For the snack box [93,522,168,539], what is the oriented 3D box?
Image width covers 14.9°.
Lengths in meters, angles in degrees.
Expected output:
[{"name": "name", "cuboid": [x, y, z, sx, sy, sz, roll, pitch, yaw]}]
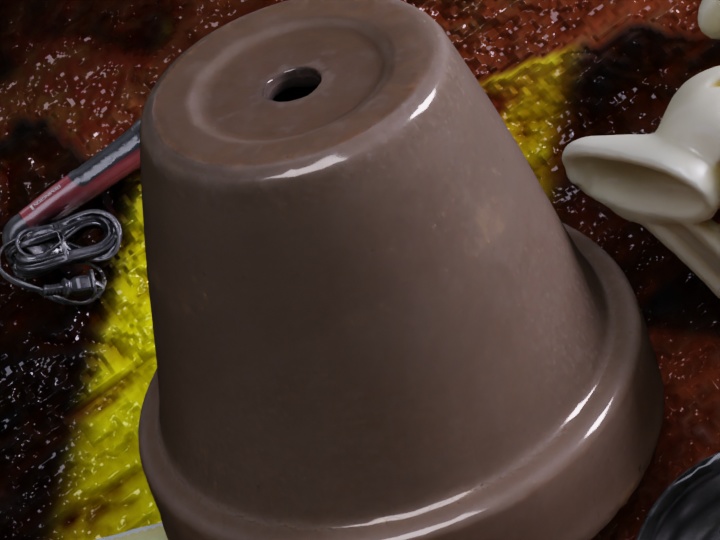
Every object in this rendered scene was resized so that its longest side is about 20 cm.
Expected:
[{"name": "snack box", "cuboid": [-0.064, 0.139, 1.034, 0.199, 0.037, 0.116, -15, 30, 7]}]

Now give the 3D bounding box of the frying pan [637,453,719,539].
[{"name": "frying pan", "cuboid": [0.192, 0.111, 1.011, 0.189, 0.031, 0.116, -12, 64, -1]}]

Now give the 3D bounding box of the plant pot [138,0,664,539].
[{"name": "plant pot", "cuboid": [0.000, 0.000, 1.000, 0.199, 0.175, 0.201, -11, 36, 8]}]

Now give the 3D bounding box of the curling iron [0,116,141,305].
[{"name": "curling iron", "cuboid": [-0.071, -0.056, 1.165, 0.200, 0.026, 0.050, -41, 84, -13]}]

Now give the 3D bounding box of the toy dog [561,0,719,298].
[{"name": "toy dog", "cuboid": [0.197, -0.084, 1.020, 0.139, 0.194, 0.201, 38, 72, -12]}]
